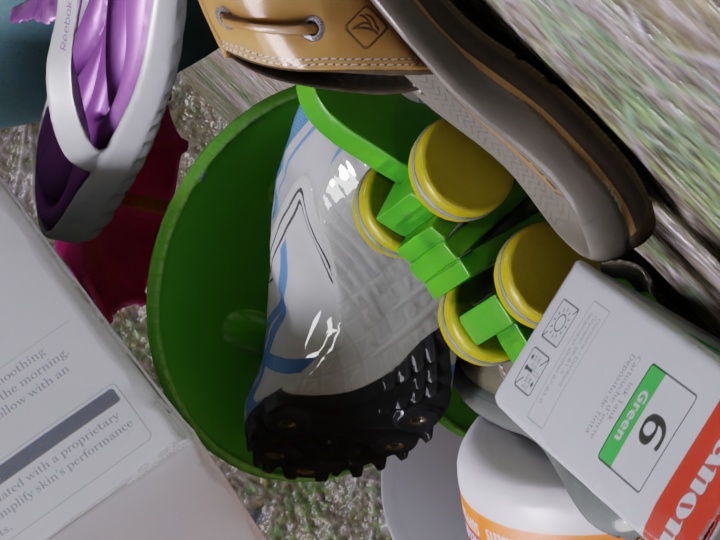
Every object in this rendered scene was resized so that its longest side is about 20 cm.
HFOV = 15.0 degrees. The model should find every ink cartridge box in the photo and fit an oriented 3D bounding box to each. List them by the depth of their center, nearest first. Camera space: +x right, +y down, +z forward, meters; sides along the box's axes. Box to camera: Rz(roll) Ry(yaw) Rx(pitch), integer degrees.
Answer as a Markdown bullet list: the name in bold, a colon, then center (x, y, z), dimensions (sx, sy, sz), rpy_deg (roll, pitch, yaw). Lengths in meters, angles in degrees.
- **ink cartridge box**: center (0.119, 0.066, 0.679), dimensions (0.109, 0.051, 0.200), rpy_deg (30, -176, -23)

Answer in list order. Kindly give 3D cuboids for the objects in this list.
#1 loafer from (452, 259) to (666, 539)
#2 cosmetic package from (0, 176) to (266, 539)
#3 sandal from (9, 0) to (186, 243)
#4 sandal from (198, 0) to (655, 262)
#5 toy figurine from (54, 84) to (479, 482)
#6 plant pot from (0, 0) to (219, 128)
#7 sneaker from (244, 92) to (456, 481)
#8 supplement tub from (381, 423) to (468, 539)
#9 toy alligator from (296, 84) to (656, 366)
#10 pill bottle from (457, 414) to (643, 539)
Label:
- **loafer**: center (0.076, 0.020, 0.907), dimensions (0.200, 0.075, 0.070), rpy_deg (-136, 33, -65)
- **cosmetic package**: center (-0.124, 0.077, 0.989), dimensions (0.200, 0.123, 0.200), rpy_deg (51, 172, 37)
- **sandal**: center (-0.097, -0.076, 0.946), dimensions (0.203, 0.049, 0.083), rpy_deg (112, 151, -48)
- **sandal**: center (-0.006, -0.066, 0.740), dimensions (0.200, 0.055, 0.082), rpy_deg (44, 180, -6)
- **toy figurine**: center (-0.036, -0.010, 1.074), dimensions (0.199, 0.151, 0.184), rpy_deg (15, -175, -34)
- **plant pot**: center (-0.142, -0.133, 1.060), dimensions (0.200, 0.135, 0.200), rpy_deg (44, 179, 1)
- **sneaker**: center (0.000, 0.000, 0.918), dimensions (0.201, 0.071, 0.073), rpy_deg (105, 165, -48)
- **supplement tub**: center (0.098, 0.120, 1.230), dimensions (0.145, 0.145, 0.200), rpy_deg (43, 178, 30)
- **toy alligator**: center (0.059, 0.006, 0.803), dimensions (0.200, 0.054, 0.059), rpy_deg (51, 156, -1)
- **pill bottle**: center (0.101, 0.143, 0.962), dimensions (0.110, 0.109, 0.201), rpy_deg (-139, 36, -64)
